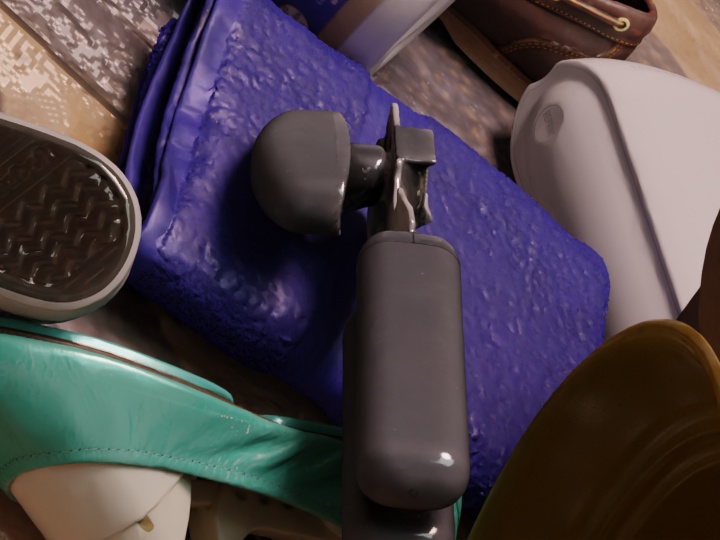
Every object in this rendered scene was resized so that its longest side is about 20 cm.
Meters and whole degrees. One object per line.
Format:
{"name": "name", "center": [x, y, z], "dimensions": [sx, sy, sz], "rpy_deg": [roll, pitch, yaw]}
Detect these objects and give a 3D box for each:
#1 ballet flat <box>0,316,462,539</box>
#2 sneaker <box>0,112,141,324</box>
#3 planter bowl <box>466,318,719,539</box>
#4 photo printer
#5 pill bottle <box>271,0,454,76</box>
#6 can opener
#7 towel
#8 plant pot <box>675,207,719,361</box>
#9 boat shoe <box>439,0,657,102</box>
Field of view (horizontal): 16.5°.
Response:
{"name": "ballet flat", "center": [-0.047, 0.069, 0.737], "dimensions": [0.200, 0.067, 0.070], "rpy_deg": [19, 61, -36]}
{"name": "sneaker", "center": [-0.161, -0.036, 0.717], "dimensions": [0.200, 0.085, 0.073], "rpy_deg": [30, 76, -4]}
{"name": "planter bowl", "center": [0.087, 0.121, 0.690], "dimensions": [0.083, 0.200, 0.201], "rpy_deg": [21, 41, -15]}
{"name": "photo printer", "center": [0.147, 0.006, 1.015], "dimensions": [0.166, 0.069, 0.200], "rpy_deg": [18, 45, -39]}
{"name": "pill bottle", "center": [-0.032, -0.178, 0.937], "dimensions": [0.200, 0.120, 0.120], "rpy_deg": [47, 33, 0]}
{"name": "can opener", "center": [-0.004, 0.013, 0.761], "dimensions": [0.067, 0.053, 0.200], "rpy_deg": [7, 34, -4]}
{"name": "towel", "center": [0.000, 0.000, 0.876], "dimensions": [0.200, 0.050, 0.148], "rpy_deg": [35, 43, -22]}
{"name": "plant pot", "center": [0.170, 0.050, 0.819], "dimensions": [0.200, 0.175, 0.200], "rpy_deg": [10, 65, -22]}
{"name": "boat shoe", "center": [0.037, -0.150, 1.039], "dimensions": [0.200, 0.070, 0.070], "rpy_deg": [36, 37, -19]}
